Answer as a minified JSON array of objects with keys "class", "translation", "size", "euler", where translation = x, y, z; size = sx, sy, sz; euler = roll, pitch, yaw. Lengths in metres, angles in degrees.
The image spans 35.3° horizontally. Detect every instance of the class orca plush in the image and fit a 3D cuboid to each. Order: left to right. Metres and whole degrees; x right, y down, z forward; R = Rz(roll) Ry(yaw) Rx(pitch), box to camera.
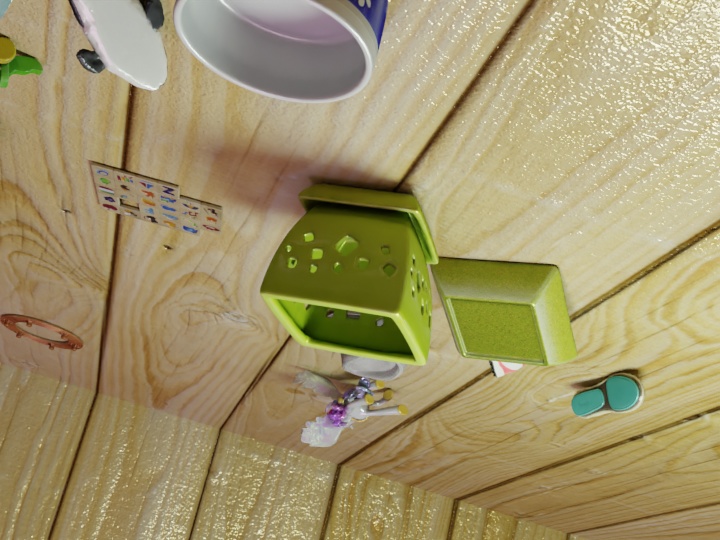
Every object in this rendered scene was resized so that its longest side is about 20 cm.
[{"class":"orca plush","translation":[-0.281,-0.271,1.187],"size":[0.199,0.106,0.071],"euler":[31,-175,-43]}]

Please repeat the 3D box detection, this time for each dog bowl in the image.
[{"class":"dog bowl","translation":[-0.075,-0.248,1.090],"size":[0.198,0.079,0.200],"euler":[13,160,5]}]

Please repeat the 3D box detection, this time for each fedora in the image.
[{"class":"fedora","translation":[0.022,0.137,1.986],"size":[0.176,0.091,0.199],"euler":[29,155,-32]}]

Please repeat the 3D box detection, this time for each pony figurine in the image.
[{"class":"pony figurine","translation":[-0.031,0.286,2.358],"size":[0.192,0.168,0.199],"euler":[22,144,-39]}]

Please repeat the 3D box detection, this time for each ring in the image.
[{"class":"ring","translation":[-0.747,0.150,2.645],"size":[0.198,0.019,0.201],"euler":[12,158,5]}]

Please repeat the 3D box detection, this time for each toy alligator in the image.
[{"class":"toy alligator","translation":[-0.482,-0.266,1.353],"size":[0.199,0.055,0.059],"euler":[24,157,-22]}]

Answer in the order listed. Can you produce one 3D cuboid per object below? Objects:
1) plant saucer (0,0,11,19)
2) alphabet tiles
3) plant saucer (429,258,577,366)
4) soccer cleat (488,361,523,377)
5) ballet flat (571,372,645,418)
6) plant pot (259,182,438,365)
[{"class":"plant saucer","translation":[-0.398,-0.308,1.029],"size":[0.199,0.039,0.203],"euler":[10,114,23]},{"class":"alphabet tiles","translation":[-0.306,-0.101,1.721],"size":[0.198,0.008,0.167],"euler":[15,159,-2]},{"class":"plant saucer","translation":[0.207,0.073,1.672],"size":[0.198,0.048,0.201],"euler":[5,138,26]},{"class":"soccer cleat","translation":[0.233,0.105,1.822],"size":[0.073,0.069,0.201],"euler":[-18,145,2]},{"class":"ballet flat","translation":[0.443,0.216,1.959],"size":[0.069,0.070,0.200],"euler":[22,160,-20]},{"class":"plant pot","translation":[0.000,0.000,1.525],"size":[0.198,0.183,0.199],"euler":[7,159,17]}]
